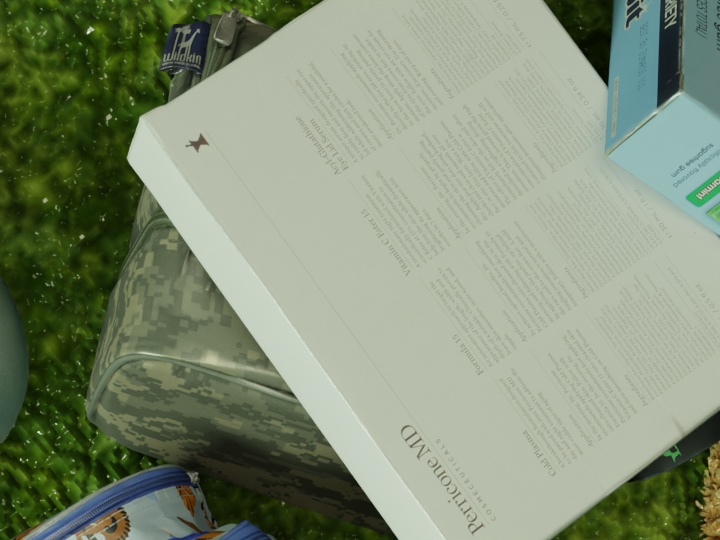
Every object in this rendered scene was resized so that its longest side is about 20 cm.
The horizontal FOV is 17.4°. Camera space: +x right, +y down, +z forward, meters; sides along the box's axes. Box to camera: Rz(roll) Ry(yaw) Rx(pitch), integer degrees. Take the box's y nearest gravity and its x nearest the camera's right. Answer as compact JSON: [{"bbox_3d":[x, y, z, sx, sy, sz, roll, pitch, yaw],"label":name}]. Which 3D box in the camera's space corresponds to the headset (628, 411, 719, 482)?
[{"bbox_3d":[0.169,0.017,0.952,0.094,0.123,0.200,46,64,-10],"label":"headset"}]

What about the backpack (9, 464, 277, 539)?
[{"bbox_3d":[-0.086,0.160,0.871,0.200,0.190,0.154,-40,90,-7],"label":"backpack"}]

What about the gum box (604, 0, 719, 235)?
[{"bbox_3d":[0.182,-0.059,0.891,0.199,0.045,0.170,32,41,-22],"label":"gum box"}]

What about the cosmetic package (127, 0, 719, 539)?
[{"bbox_3d":[0.035,-0.007,0.834,0.150,0.052,0.200,-33,84,-21],"label":"cosmetic package"}]

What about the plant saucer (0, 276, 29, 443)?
[{"bbox_3d":[-0.211,-0.002,0.878,0.200,0.201,0.039,31,123,-3],"label":"plant saucer"}]

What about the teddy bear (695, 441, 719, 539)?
[{"bbox_3d":[0.189,0.123,0.976,0.145,0.067,0.200,40,76,-11],"label":"teddy bear"}]

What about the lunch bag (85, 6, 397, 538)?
[{"bbox_3d":[0.000,0.000,0.927,0.199,0.139,0.169,17,67,-6],"label":"lunch bag"}]
